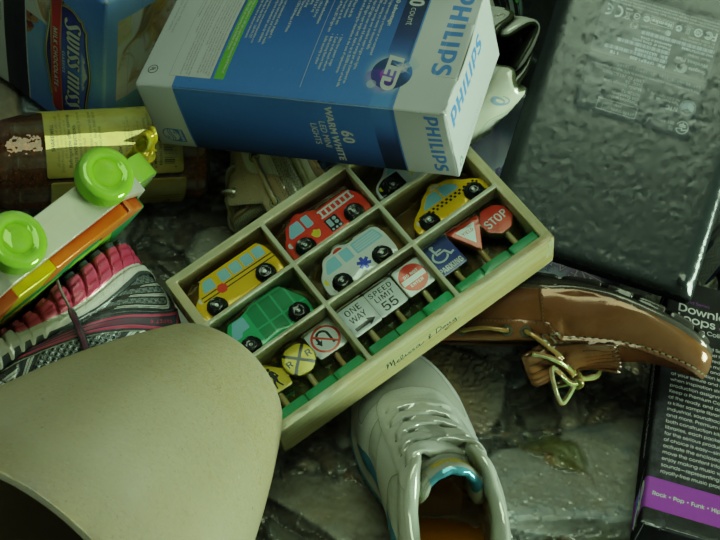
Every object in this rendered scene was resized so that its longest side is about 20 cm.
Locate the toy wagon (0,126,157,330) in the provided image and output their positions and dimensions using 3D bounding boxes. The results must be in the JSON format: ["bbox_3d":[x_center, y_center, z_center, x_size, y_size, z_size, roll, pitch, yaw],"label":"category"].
[{"bbox_3d":[-0.177,-0.016,0.849,0.040,0.155,0.200,49,52,-3],"label":"toy wagon"}]

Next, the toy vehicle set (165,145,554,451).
[{"bbox_3d":[0.000,0.000,0.873,0.199,0.027,0.124,-35,62,-13],"label":"toy vehicle set"}]

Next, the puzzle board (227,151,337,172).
[{"bbox_3d":[0.020,-0.096,1.051,0.150,0.017,0.199,39,53,23],"label":"puzzle board"}]

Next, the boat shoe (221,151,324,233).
[{"bbox_3d":[-0.059,-0.052,0.957,0.065,0.072,0.201,-32,68,-11],"label":"boat shoe"}]

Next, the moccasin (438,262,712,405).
[{"bbox_3d":[0.111,0.041,0.896,0.199,0.074,0.079,12,84,3],"label":"moccasin"}]

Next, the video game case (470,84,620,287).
[{"bbox_3d":[0.121,-0.039,1.008,0.142,0.019,0.201,30,48,4],"label":"video game case"}]

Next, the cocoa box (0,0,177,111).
[{"bbox_3d":[-0.154,-0.207,1.035,0.131,0.134,0.200,35,51,19],"label":"cocoa box"}]

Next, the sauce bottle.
[{"bbox_3d":[-0.198,-0.072,0.951,0.198,0.066,0.066,-3,49,-16],"label":"sauce bottle"}]

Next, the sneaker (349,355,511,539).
[{"bbox_3d":[0.043,0.113,0.824,0.076,0.081,0.201,-4,45,-14],"label":"sneaker"}]

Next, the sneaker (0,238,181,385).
[{"bbox_3d":[-0.180,0.064,0.828,0.075,0.081,0.200,49,60,-3],"label":"sneaker"}]

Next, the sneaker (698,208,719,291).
[{"bbox_3d":[0.236,-0.078,1.025,0.115,0.081,0.200,-31,76,-40],"label":"sneaker"}]

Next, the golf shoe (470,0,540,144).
[{"bbox_3d":[0.088,-0.151,1.020,0.078,0.097,0.201,48,33,-27],"label":"golf shoe"}]

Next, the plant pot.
[{"bbox_3d":[-0.124,0.116,0.741,0.186,0.189,0.200,26,35,12],"label":"plant pot"}]

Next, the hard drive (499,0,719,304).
[{"bbox_3d":[0.173,-0.095,0.952,0.138,0.033,0.202,18,84,9],"label":"hard drive"}]

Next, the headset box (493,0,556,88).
[{"bbox_3d":[0.148,-0.245,1.103,0.092,0.175,0.201,-12,51,-21],"label":"headset box"}]

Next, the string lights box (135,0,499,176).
[{"bbox_3d":[-0.025,-0.124,0.906,0.198,0.059,0.103,8,56,19],"label":"string lights box"}]

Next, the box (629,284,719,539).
[{"bbox_3d":[0.245,0.101,0.908,0.142,0.036,0.201,16,49,3],"label":"box"}]
